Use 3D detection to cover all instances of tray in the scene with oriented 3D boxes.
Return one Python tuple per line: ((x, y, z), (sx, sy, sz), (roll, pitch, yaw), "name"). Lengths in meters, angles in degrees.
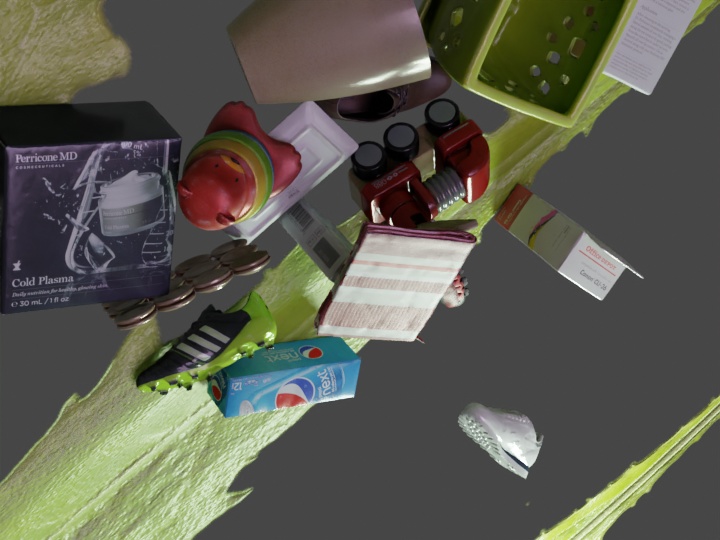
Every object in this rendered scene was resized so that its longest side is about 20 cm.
((-0.102, -0.112, 1.562), (0.199, 0.022, 0.107), (-40, 133, 13), "tray")

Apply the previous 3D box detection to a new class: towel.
((0.037, 0.016, 1.518), (0.142, 0.023, 0.201), (5, 140, -21), "towel")

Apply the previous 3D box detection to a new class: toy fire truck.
((0.100, -0.103, 1.588), (0.175, 0.201, 0.129), (-30, 151, -13), "toy fire truck")

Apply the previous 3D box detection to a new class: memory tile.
((-0.210, 0.015, 1.519), (0.198, 0.153, 0.017), (-25, 107, -16), "memory tile")

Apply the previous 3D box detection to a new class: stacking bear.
((-0.152, -0.102, 1.433), (0.121, 0.200, 0.114), (41, 107, -6), "stacking bear")

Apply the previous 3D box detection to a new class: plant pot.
((-0.045, -0.271, 1.446), (0.198, 0.188, 0.189), (-22, 128, -3), "plant pot")
((0.188, -0.316, 1.549), (0.198, 0.181, 0.201), (15, 109, -37), "plant pot")

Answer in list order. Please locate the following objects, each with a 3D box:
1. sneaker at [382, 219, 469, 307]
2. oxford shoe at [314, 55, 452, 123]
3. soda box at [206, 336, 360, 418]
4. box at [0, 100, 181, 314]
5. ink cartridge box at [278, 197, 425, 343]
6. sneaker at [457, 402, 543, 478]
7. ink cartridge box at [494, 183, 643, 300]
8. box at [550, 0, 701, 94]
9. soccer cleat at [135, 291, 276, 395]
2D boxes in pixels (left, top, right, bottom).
((0.077, -0.010, 1.737), (0.098, 0.071, 0.201), (-40, 129, -6), "sneaker")
((0.038, -0.217, 1.579), (0.198, 0.084, 0.073), (-17, 124, -25), "oxford shoe")
((-0.103, 0.142, 1.714), (0.198, 0.068, 0.065), (-7, 121, -30), "soda box")
((-0.316, -0.074, 1.414), (0.198, 0.124, 0.199), (-7, 119, -29), "box")
((0.000, 0.000, 1.634), (0.047, 0.160, 0.199), (-50, 132, 6), "ink cartridge box")
((0.222, 0.248, 1.995), (0.081, 0.076, 0.200), (-53, 137, -9), "sneaker")
((0.290, -0.032, 1.773), (0.116, 0.200, 0.068), (28, 101, -40), "ink cartridge box")
((0.344, -0.357, 1.643), (0.106, 0.152, 0.202), (16, 108, -37), "box")
((-0.202, 0.096, 1.631), (0.198, 0.082, 0.068), (-25, 160, 7), "soccer cleat")
